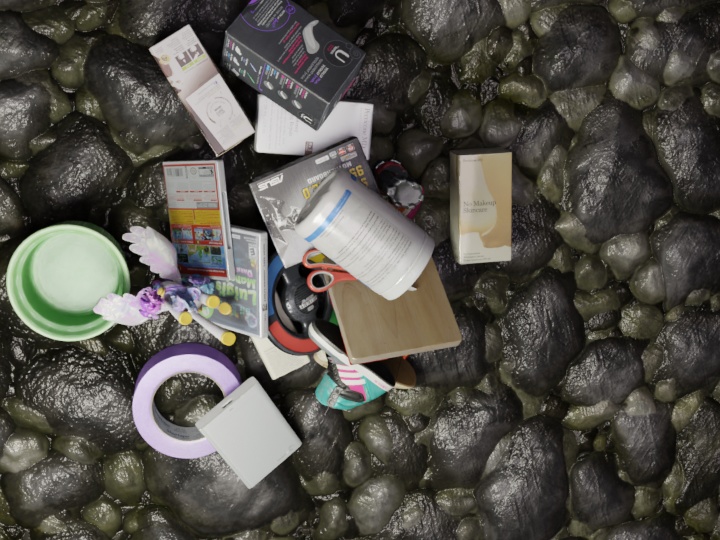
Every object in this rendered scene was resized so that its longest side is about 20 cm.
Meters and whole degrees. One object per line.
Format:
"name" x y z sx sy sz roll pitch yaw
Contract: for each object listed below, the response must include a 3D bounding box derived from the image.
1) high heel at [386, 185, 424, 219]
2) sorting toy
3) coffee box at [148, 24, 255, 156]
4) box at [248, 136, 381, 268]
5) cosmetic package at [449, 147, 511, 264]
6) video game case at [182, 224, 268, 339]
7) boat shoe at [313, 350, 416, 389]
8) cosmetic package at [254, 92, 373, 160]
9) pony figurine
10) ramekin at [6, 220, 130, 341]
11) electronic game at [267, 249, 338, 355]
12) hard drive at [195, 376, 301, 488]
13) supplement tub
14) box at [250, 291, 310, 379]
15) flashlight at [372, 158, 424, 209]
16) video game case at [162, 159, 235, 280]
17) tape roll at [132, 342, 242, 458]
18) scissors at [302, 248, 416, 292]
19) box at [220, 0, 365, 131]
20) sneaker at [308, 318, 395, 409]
"high heel" 0.062 -0.060 1.677 0.200 0.067 0.096 -54 136 -7
"sorting toy" 0.047 0.066 1.593 0.198 0.201 0.070 -8 149 -18
"coffee box" -0.260 -0.299 1.521 0.080 0.113 0.201 -32 107 -1
"box" -0.069 -0.116 1.558 0.199 0.048 0.159 -23 104 -4
"cosmetic package" 0.218 -0.119 1.673 0.104 0.071 0.201 -6 105 -8
"video game case" -0.236 0.009 1.580 0.023 0.199 0.183 -17 113 -49
"boat shoe" 0.010 0.179 1.723 0.199 0.072 0.065 22 137 -18
"cosmetic package" -0.081 -0.249 1.587 0.199 0.074 0.102 2 104 -9
"pony figurine" -0.314 0.041 1.516 0.193 0.199 0.167 32 84 -47
"ramekin" -0.490 0.010 1.568 0.199 0.098 0.201 -3 105 -10
"electronic game" -0.105 0.050 1.629 0.199 0.041 0.201 6 82 -44
"hard drive" -0.200 0.298 1.678 0.132 0.026 0.200 -39 132 -13
"supplement tub" 0.006 -0.059 1.490 0.200 0.132 0.132 38 96 -14
"box" -0.169 0.089 1.661 0.082 0.068 0.201 -24 107 -3
"flashlight" 0.064 -0.146 1.572 0.068 0.200 0.068 -36 109 0
"video game case" -0.275 -0.087 1.564 0.017 0.142 0.201 -16 106 -49
"tape roll" -0.312 0.237 1.676 0.199 0.066 0.201 -3 105 -10
"scissors" 0.000 0.000 1.558 0.199 0.014 0.074 0 84 -12
"box" -0.112 -0.344 1.496 0.199 0.106 0.123 35 68 -1
"sneaker" -0.046 0.177 1.632 0.121 0.084 0.200 -41 116 18
